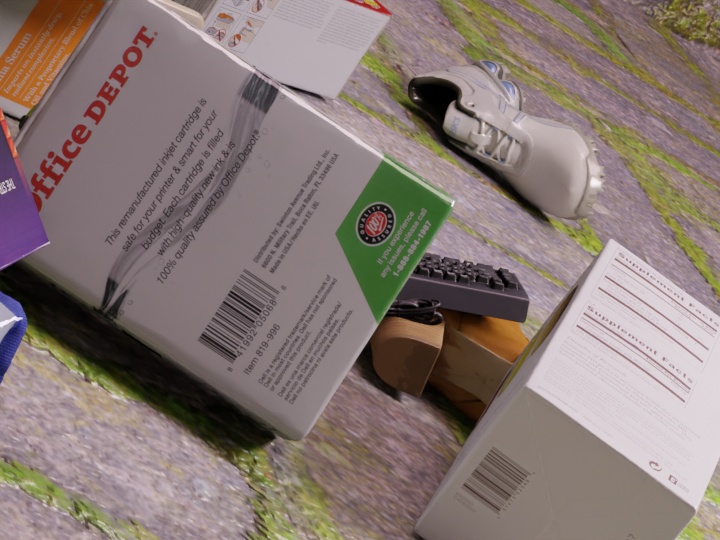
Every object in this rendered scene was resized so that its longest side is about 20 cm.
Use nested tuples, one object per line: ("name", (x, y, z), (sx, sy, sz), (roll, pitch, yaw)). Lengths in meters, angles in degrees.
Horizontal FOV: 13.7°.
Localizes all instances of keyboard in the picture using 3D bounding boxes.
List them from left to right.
("keyboard", (0.000, 0.000, 1.725), (0.200, 0.021, 0.127), (10, 18, -8))

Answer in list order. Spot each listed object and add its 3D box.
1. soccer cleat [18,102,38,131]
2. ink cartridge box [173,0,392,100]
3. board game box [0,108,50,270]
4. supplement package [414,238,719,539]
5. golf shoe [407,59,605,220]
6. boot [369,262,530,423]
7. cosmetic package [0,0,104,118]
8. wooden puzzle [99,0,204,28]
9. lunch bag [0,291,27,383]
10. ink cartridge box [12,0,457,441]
("soccer cleat", (-0.123, -0.029, 1.627), (0.200, 0.065, 0.084), (43, -15, 41))
("ink cartridge box", (-0.105, -0.223, 2.210), (0.176, 0.084, 0.200), (43, 17, 29))
("board game box", (-0.216, -0.065, 1.333), (0.200, 0.057, 0.165), (-43, 113, -75))
("supplement package", (0.125, 0.088, 1.593), (0.110, 0.114, 0.200), (36, 28, 1))
("golf shoe", (0.111, -0.101, 2.384), (0.097, 0.078, 0.200), (0, 28, -38))
("boot", (0.093, 0.056, 1.782), (0.201, 0.071, 0.144), (27, 22, -7))
("cosmetic package", (-0.234, -0.166, 1.689), (0.200, 0.101, 0.071), (23, 20, -40))
("wooden puzzle", (-0.189, -0.219, 1.669), (0.185, 0.046, 0.200), (19, 23, -48))
("lunch bag", (-0.248, 0.013, 1.055), (0.200, 0.124, 0.170), (27, 9, 23))
("ink cartridge box", (-0.078, -0.028, 1.493), (0.200, 0.147, 0.083), (35, -6, -6))
